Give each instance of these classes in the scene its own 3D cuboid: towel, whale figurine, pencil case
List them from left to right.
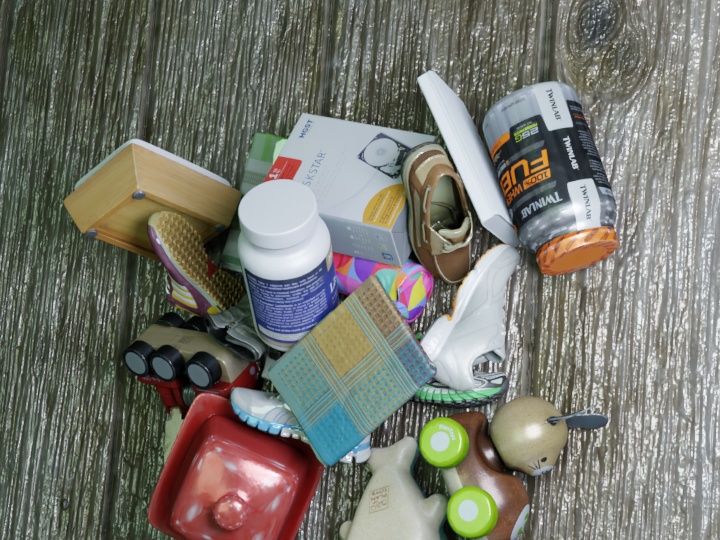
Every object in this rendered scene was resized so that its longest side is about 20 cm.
[{"bbox_3d":[-0.119,-0.087,1.626,0.147,0.031,0.204,13,89,31],"label":"towel"},{"bbox_3d":[-0.012,0.121,1.394,0.200,0.022,0.148,-43,70,26],"label":"towel"},{"bbox_3d":[0.000,0.000,1.511,0.198,0.088,0.090,28,96,33],"label":"pencil case"},{"bbox_3d":[0.050,0.310,1.436,0.157,0.104,0.203,-24,46,26],"label":"whale figurine"}]

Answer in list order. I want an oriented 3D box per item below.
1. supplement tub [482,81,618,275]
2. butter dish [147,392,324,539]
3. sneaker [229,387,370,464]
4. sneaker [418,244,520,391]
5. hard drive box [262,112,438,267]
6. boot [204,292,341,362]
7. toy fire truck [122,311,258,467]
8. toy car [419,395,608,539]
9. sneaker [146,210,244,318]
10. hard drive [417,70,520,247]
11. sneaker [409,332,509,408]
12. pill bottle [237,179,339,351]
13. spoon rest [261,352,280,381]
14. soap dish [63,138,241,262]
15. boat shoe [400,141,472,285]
[{"bbox_3d":[0.225,-0.106,1.369,0.121,0.122,0.203,-25,70,25],"label":"supplement tub"},{"bbox_3d":[-0.160,0.289,1.488,0.197,0.148,0.203,24,95,-5],"label":"butter dish"},{"bbox_3d":[-0.070,0.170,1.481,0.197,0.075,0.088,16,104,14],"label":"sneaker"},{"bbox_3d":[0.148,0.062,1.399,0.091,0.076,0.201,32,70,13],"label":"sneaker"},{"bbox_3d":[-0.012,-0.105,1.489,0.197,0.077,0.157,12,59,24],"label":"hard drive box"},{"bbox_3d":[-0.100,0.084,1.522,0.198,0.130,0.069,21,132,33],"label":"boot"},{"bbox_3d":[-0.228,0.182,1.612,0.173,0.129,0.203,6,124,31],"label":"toy fire truck"},{"bbox_3d":[0.190,0.210,1.329,0.198,0.164,0.160,-27,69,11],"label":"toy car"},{"bbox_3d":[-0.245,0.005,1.597,0.089,0.201,0.076,-14,39,30],"label":"sneaker"},{"bbox_3d":[0.136,-0.134,1.421,0.026,0.132,0.203,-29,68,16],"label":"hard drive"},{"bbox_3d":[0.085,0.121,1.429,0.196,0.078,0.087,8,83,18],"label":"sneaker"},{"bbox_3d":[-0.088,-0.005,1.424,0.113,0.202,0.117,-3,47,4],"label":"pill bottle"},{"bbox_3d":[-0.053,0.149,1.531,0.197,0.060,0.101,13,89,33],"label":"spoon rest"},{"bbox_3d":[-0.284,-0.087,1.613,0.156,0.199,0.082,-31,55,31],"label":"soap dish"},{"bbox_3d":[0.098,-0.056,1.397,0.075,0.202,0.074,-29,42,-9],"label":"boat shoe"}]
